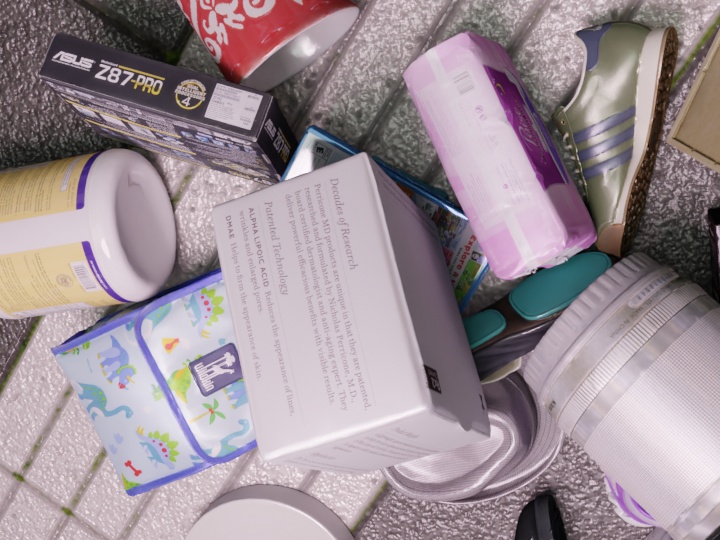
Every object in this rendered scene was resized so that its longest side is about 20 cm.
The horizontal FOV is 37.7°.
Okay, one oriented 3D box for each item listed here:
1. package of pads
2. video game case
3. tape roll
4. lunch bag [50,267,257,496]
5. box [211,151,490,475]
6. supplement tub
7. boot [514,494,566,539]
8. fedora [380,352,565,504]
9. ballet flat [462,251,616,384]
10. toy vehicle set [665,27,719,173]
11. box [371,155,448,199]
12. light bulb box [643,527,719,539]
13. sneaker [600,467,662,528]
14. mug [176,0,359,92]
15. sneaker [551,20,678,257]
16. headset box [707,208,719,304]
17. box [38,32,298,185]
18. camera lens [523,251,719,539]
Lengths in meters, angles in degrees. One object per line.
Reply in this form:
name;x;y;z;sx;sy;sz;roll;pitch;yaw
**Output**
package of pads;0.118;-0.094;0.880;0.076;0.120;0.200;-27;83;23
video game case;0.010;-0.021;0.947;0.200;0.018;0.143;30;108;1
tape roll;-0.094;0.325;1.107;0.203;0.037;0.203;3;105;12
lunch bag;-0.166;0.102;1.017;0.200;0.127;0.170;-22;99;18
box;-0.001;0.045;0.820;0.131;0.199;0.200;-18;71;14
supplement tub;-0.294;-0.031;1.004;0.200;0.145;0.146;-8;102;16
boot;0.129;0.321;1.037;0.162;0.073;0.198;-8;103;19
fedora;0.090;0.151;0.988;0.200;0.090;0.177;-11;102;16
ballet flat;0.141;0.053;0.933;0.200;0.073;0.073;-28;97;0
toy vehicle set;0.326;-0.170;0.831;0.026;0.124;0.200;14;110;-22
box;0.000;0.000;0.992;0.082;0.049;0.200;28;109;5
light bulb box;0.339;0.272;0.902;0.125;0.200;0.198;37;109;1
sneaker;0.237;0.151;0.946;0.080;0.088;0.200;-33;96;-1
mug;-0.095;-0.278;0.918;0.177;0.133;0.200;-36;89;-17
sneaker;0.208;-0.117;0.910;0.090;0.067;0.200;17;114;25
headset box;0.381;0.044;0.898;0.149;0.075;0.200;-4;103;15
box;-0.161;-0.135;0.936;0.200;0.161;0.049;17;79;10
camera lens;0.250;0.103;0.835;0.200;0.160;0.160;45;111;21
